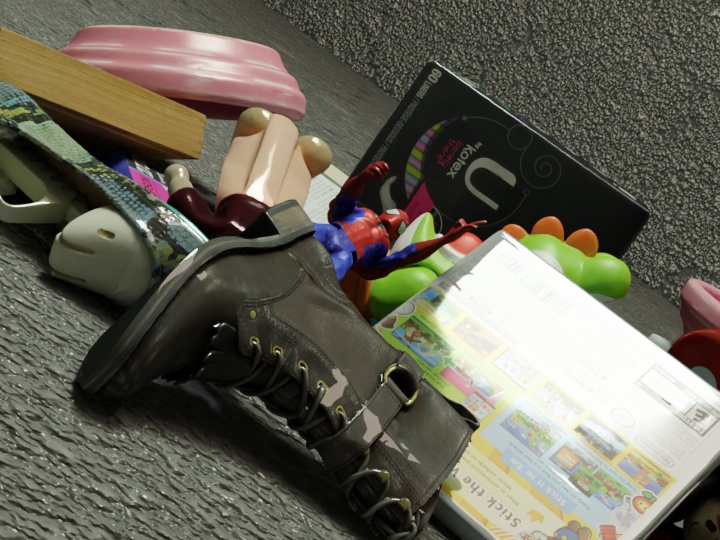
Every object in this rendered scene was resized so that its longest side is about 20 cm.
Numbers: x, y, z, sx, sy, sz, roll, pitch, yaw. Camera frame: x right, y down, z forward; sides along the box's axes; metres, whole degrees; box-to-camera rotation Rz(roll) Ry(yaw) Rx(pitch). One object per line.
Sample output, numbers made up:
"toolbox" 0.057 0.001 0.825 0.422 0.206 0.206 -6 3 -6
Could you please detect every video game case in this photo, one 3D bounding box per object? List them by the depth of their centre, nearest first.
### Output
"video game case" 0.097 0.081 0.873 0.200 0.023 0.182 39 55 23

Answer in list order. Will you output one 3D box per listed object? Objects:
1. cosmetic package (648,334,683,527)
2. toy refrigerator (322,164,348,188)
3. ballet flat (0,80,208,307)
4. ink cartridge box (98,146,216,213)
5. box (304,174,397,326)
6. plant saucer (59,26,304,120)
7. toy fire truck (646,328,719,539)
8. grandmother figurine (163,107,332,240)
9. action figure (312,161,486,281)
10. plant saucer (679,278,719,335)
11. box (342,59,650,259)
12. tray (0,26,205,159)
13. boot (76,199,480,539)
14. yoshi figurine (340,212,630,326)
"cosmetic package" 0.308 0.170 1.180 0.199 0.123 0.200 22 17 -50
"toy refrigerator" -0.007 -0.023 1.203 0.200 0.076 0.070 36 10 13
"ballet flat" -0.160 -0.028 0.815 0.200 0.074 0.074 36 10 18
"ink cartridge box" -0.119 -0.031 1.005 0.200 0.037 0.095 28 12 -24
"box" 0.000 0.000 1.117 0.200 0.049 0.082 37 34 13
"plant saucer" -0.140 -0.150 1.142 0.200 0.051 0.201 5 1 0
"toy fire truck" 0.250 0.138 0.964 0.112 0.200 0.168 2 47 -42
"grandmother figurine" -0.069 -0.032 0.945 0.121 0.061 0.200 20 34 -9
"action figure" -0.002 -0.022 0.887 0.065 0.099 0.200 60 27 3
"plant saucer" 0.321 0.081 1.141 0.200 0.051 0.201 32 12 -7
"box" 0.105 -0.054 1.139 0.200 0.122 0.106 35 10 5
"tray" -0.202 -0.112 0.989 0.098 0.037 0.200 4 -9 33
"boot" -0.026 0.062 0.736 0.174 0.069 0.200 53 38 1
"yoshi figurine" 0.080 0.036 0.994 0.199 0.112 0.113 -5 42 4
